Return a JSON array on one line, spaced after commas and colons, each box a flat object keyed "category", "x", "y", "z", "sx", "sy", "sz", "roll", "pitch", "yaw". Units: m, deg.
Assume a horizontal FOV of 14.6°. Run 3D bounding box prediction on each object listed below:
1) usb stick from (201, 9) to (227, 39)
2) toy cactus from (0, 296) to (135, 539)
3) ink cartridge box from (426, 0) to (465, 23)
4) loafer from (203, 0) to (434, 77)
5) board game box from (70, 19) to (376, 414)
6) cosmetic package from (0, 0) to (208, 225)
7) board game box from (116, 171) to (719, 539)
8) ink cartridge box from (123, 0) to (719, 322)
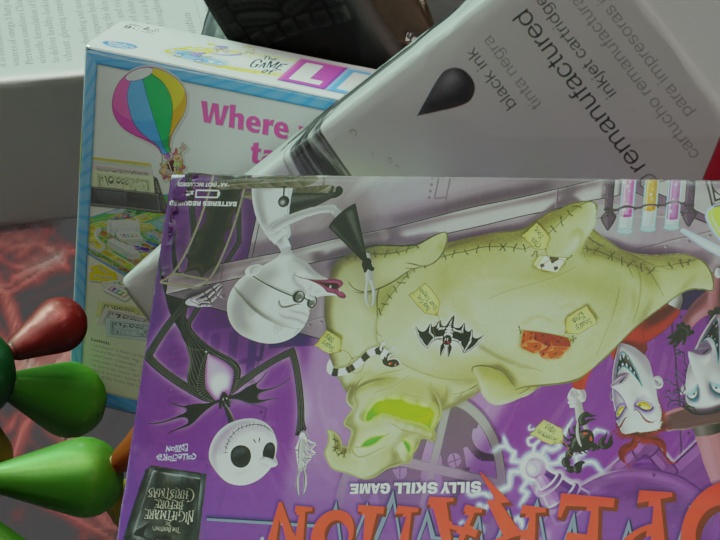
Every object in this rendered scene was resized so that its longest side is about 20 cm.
[{"category": "usb stick", "x": -0.038, "y": -0.071, "z": 1.046, "sx": 0.055, "sy": 0.033, "sz": 0.201, "roll": 13, "pitch": 78, "yaw": 17}, {"category": "toy cactus", "x": -0.146, "y": 0.044, "z": 0.896, "sx": 0.165, "sy": 0.102, "sz": 0.200, "roll": 53, "pitch": 39, "yaw": -2}, {"category": "ink cartridge box", "x": 0.097, "y": -0.106, "z": 1.104, "sx": 0.199, "sy": 0.085, "sz": 0.146, "roll": 19, "pitch": 35, "yaw": -10}, {"category": "loafer", "x": 0.010, "y": -0.066, "z": 0.999, "sx": 0.073, "sy": 0.200, "sz": 0.071, "roll": -5, "pitch": 36, "yaw": 29}, {"category": "board game box", "x": 0.000, "y": 0.000, "z": 0.958, "sx": 0.199, "sy": 0.135, "sz": 0.034, "roll": 13, "pitch": 25, "yaw": 16}, {"category": "cosmetic package", "x": -0.115, "y": -0.076, "z": 1.116, "sx": 0.199, "sy": 0.071, "sz": 0.102, "roll": -5, "pitch": 38, "yaw": -9}, {"category": "board game box", "x": 0.033, "y": 0.033, "z": 0.791, "sx": 0.199, "sy": 0.032, "sz": 0.121, "roll": 1, "pitch": 77, "yaw": 20}, {"category": "ink cartridge box", "x": 0.048, "y": -0.004, "z": 0.871, "sx": 0.145, "sy": 0.200, "sz": 0.083, "roll": 51, "pitch": 28, "yaw": -4}]
